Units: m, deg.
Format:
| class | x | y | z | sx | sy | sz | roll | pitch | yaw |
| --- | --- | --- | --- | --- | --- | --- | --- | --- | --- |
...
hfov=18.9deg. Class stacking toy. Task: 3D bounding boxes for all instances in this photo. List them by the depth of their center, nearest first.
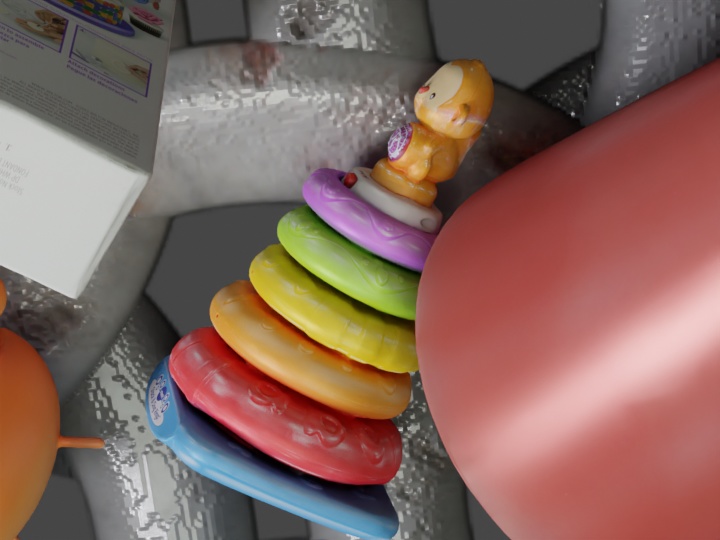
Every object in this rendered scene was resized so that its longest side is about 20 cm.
| class | x | y | z | sx | sy | sz | roll | pitch | yaw |
| --- | --- | --- | --- | --- | --- | --- | --- | --- | --- |
| stacking toy | 0.000 | 0.000 | 0.902 | 0.109 | 0.116 | 0.201 | 25 | 103 | -17 |

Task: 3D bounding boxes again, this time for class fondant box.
| class | x | y | z | sx | sy | sz | roll | pitch | yaw |
| --- | --- | --- | --- | --- | --- | --- | --- | --- | --- |
| fondant box | -0.145 | -0.087 | 0.786 | 0.144 | 0.200 | 0.058 | 26 | 116 | -15 |

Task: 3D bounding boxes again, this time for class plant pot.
| class | x | y | z | sx | sy | sz | roll | pitch | yaw |
| --- | --- | --- | --- | --- | --- | --- | --- | --- | --- |
| plant pot | 0.148 | 0.007 | 0.814 | 0.200 | 0.201 | 0.177 | 30 | 141 | -16 |

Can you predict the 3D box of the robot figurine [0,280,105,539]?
| class | x | y | z | sx | sy | sz | roll | pitch | yaw |
| --- | --- | --- | --- | --- | --- | --- | --- | --- | --- |
| robot figurine | -0.213 | 0.058 | 0.908 | 0.199 | 0.117 | 0.145 | 26 | 79 | -14 |
